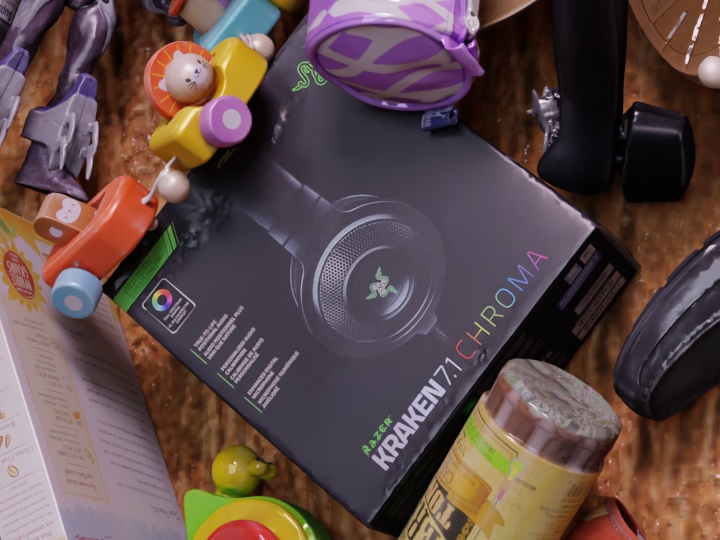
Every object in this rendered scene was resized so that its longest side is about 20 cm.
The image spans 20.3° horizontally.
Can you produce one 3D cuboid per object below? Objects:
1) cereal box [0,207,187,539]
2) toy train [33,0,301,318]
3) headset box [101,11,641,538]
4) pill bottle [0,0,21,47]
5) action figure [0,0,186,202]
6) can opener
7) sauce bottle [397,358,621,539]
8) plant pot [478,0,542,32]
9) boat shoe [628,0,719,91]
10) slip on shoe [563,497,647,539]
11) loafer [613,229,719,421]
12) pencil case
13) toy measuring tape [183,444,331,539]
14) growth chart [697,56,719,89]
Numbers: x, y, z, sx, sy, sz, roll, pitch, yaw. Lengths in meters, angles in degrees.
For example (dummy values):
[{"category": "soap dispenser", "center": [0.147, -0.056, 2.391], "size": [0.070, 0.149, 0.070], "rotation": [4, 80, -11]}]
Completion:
[{"category": "cereal box", "center": [-0.145, 0.071, 0.981], "size": [0.039, 0.144, 0.202], "rotation": [-25, 69, 13]}, {"category": "toy train", "center": [-0.100, -0.079, 0.976], "size": [0.150, 0.055, 0.201], "rotation": [-36, 24, 42]}, {"category": "headset box", "center": [0.000, 0.000, 0.971], "size": [0.200, 0.093, 0.175], "rotation": [39, 92, 25]}, {"category": "pill bottle", "center": [-0.222, -0.182, 1.091], "size": [0.105, 0.106, 0.202], "rotation": [18, 84, 23]}, {"category": "action figure", "center": [-0.147, -0.141, 1.047], "size": [0.069, 0.129, 0.202], "rotation": [9, 78, 64]}, {"category": "can opener", "center": [0.107, -0.096, 0.900], "size": [0.078, 0.201, 0.064], "rotation": [-4, 59, 10]}, {"category": "sauce bottle", "center": [0.045, 0.137, 0.915], "size": [0.065, 0.065, 0.201], "rotation": [36, 109, 24]}, {"category": "plant pot", "center": [0.054, -0.200, 0.992], "size": [0.198, 0.027, 0.202], "rotation": [-12, 65, 26]}, {"category": "boat shoe", "center": [0.156, -0.152, 0.964], "size": [0.072, 0.072, 0.201], "rotation": [-44, 44, 21]}, {"category": "slip on shoe", "center": [0.170, 0.163, 0.882], "size": [0.199, 0.074, 0.062], "rotation": [29, 85, 29]}, {"category": "loafer", "center": [0.201, 0.002, 0.907], "size": [0.200, 0.068, 0.071], "rotation": [-40, 59, 4]}, {"category": "pencil case", "center": [0.028, -0.172, 0.923], "size": [0.085, 0.084, 0.202], "rotation": [-12, 62, 41]}, {"category": "toy measuring tape", "center": [-0.041, 0.180, 0.957], "size": [0.073, 0.074, 0.202], "rotation": [-13, 73, 17]}, {"category": "growth chart", "center": [0.216, -0.114, 0.886], "size": [0.144, 0.018, 0.201], "rotation": [33, 54, -5]}]
